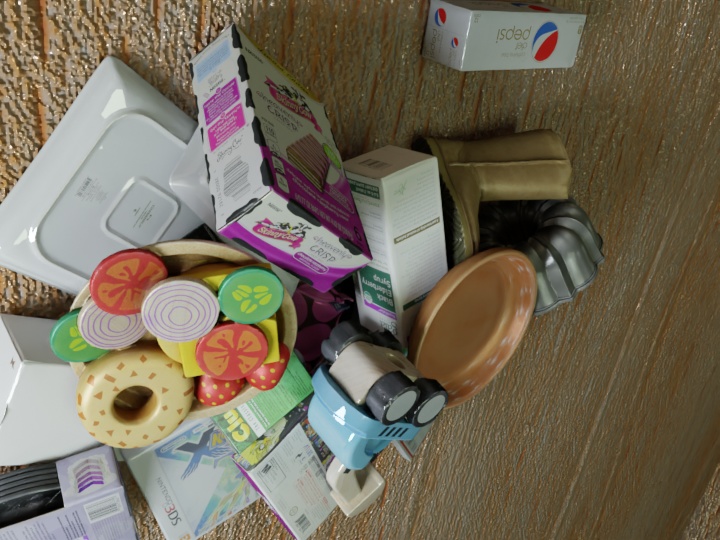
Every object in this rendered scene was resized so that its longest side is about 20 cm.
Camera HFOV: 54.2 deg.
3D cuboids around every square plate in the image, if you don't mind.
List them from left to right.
[{"bbox_3d":[-0.205,-0.054,0.641,0.201,0.028,0.198,-54,139,0],"label":"square plate"}]

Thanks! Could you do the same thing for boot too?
[{"bbox_3d":[0.173,-0.093,0.844,0.198,0.177,0.066,-6,163,-25],"label":"boot"}]

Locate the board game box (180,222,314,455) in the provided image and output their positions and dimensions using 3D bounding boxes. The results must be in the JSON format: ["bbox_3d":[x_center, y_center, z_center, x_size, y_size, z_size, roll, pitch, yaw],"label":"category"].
[{"bbox_3d":[-0.134,0.066,0.676,0.104,0.023,0.201,-37,106,-21],"label":"board game box"}]

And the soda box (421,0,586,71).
[{"bbox_3d":[0.167,-0.269,0.805,0.198,0.068,0.064,-14,125,-36],"label":"soda box"}]

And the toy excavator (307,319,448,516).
[{"bbox_3d":[-0.002,0.168,0.726,0.201,0.100,0.194,-53,146,10],"label":"toy excavator"}]

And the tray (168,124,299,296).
[{"bbox_3d":[-0.098,-0.063,0.692,0.200,0.022,0.108,51,51,-44],"label":"tray"}]

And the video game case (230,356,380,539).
[{"bbox_3d":[-0.041,0.194,0.794,0.181,0.036,0.201,-45,144,-21],"label":"video game case"}]

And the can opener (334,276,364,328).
[{"bbox_3d":[0.000,0.000,0.836,0.078,0.063,0.202,2,115,-42],"label":"can opener"}]

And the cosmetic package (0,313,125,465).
[{"bbox_3d":[-0.250,0.116,0.670,0.199,0.085,0.108,16,107,-46],"label":"cosmetic package"}]

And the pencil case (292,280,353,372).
[{"bbox_3d":[-0.087,0.101,0.808,0.093,0.091,0.202,15,109,-42],"label":"pencil case"}]

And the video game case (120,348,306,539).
[{"bbox_3d":[-0.135,0.196,0.755,0.199,0.022,0.184,-29,137,-23],"label":"video game case"}]

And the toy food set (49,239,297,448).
[{"bbox_3d":[-0.149,0.059,0.589,0.197,0.049,0.200,-9,126,-11],"label":"toy food set"}]

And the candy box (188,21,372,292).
[{"bbox_3d":[-0.070,-0.097,0.606,0.061,0.202,0.136,-32,144,20],"label":"candy box"}]

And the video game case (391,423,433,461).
[{"bbox_3d":[0.102,0.166,1.035,0.201,0.017,0.143,-54,143,-19],"label":"video game case"}]

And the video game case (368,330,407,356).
[{"bbox_3d":[0.006,0.142,0.909,0.200,0.024,0.183,-41,153,-32],"label":"video game case"}]

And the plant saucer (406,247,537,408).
[{"bbox_3d":[0.122,0.062,0.796,0.199,0.037,0.202,-25,131,-32],"label":"plant saucer"}]

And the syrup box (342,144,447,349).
[{"bbox_3d":[0.039,-0.025,0.769,0.081,0.078,0.202,-25,122,-31],"label":"syrup box"}]

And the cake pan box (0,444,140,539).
[{"bbox_3d":[-0.309,0.251,0.665,0.182,0.053,0.201,-17,146,-21],"label":"cake pan box"}]

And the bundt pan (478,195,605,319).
[{"bbox_3d":[0.208,-0.034,0.916,0.201,0.201,0.076,-40,123,-15],"label":"bundt pan"}]
